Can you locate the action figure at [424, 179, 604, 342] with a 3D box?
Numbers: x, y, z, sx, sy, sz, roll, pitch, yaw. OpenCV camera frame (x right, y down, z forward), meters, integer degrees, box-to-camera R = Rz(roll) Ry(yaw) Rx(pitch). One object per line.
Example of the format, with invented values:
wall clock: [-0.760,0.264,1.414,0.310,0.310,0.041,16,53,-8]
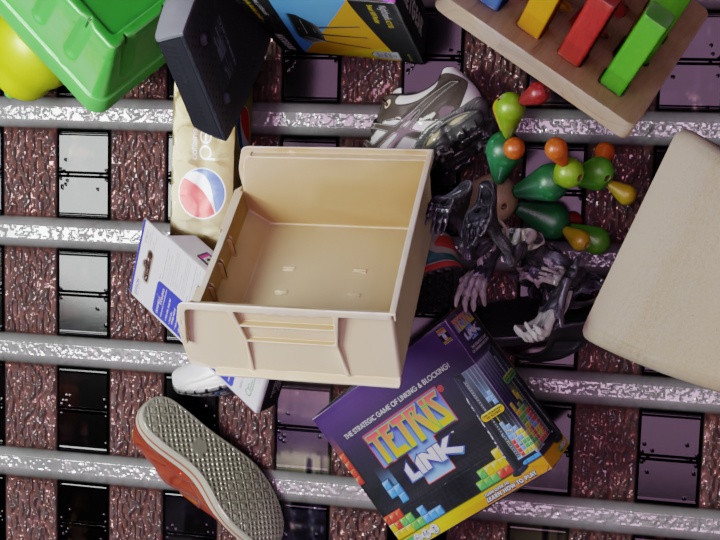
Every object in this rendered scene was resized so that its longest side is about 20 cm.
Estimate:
action figure: [0.136,0.005,1.006,0.199,0.118,0.103,38,76,-36]

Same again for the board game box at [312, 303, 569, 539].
board game box: [0.073,0.154,1.081,0.200,0.057,0.166,-40,87,34]

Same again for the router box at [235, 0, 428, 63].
router box: [-0.022,-0.240,1.020,0.147,0.200,0.052,7,88,11]

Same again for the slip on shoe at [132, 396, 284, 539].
slip on shoe: [-0.158,0.215,1.171,0.200,0.074,0.061,43,137,-1]

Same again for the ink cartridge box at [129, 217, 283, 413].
ink cartridge box: [-0.144,0.038,1.087,0.199,0.037,0.096,38,128,24]

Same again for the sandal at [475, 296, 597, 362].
sandal: [0.189,0.060,1.076,0.197,0.076,0.049,-4,113,12]

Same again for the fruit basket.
fruit basket: [-0.293,-0.254,1.124,0.215,0.216,0.156,43,62,5]

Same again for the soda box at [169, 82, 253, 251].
soda box: [-0.149,-0.113,1.130,0.067,0.064,0.204,4,96,10]

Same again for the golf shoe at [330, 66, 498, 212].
golf shoe: [0.035,-0.119,1.096,0.198,0.078,0.096,-29,66,16]

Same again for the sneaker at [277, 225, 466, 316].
sneaker: [0.000,0.000,1.094,0.196,0.094,0.071,-11,138,-1]

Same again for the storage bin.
storage bin: [-0.043,-0.009,0.991,0.195,0.202,0.095,3,136,13]

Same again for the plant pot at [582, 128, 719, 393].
plant pot: [0.342,0.026,0.943,0.198,0.177,0.202,20,101,-25]

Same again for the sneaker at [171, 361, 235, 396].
sneaker: [-0.104,0.070,1.146,0.198,0.074,0.088,-24,78,7]

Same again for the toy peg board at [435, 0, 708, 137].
toy peg board: [0.203,-0.253,0.967,0.198,0.200,0.098,36,142,6]

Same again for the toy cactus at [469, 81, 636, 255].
toy cactus: [0.153,-0.085,1.037,0.163,0.200,0.104,-15,51,32]

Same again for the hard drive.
hard drive: [-0.125,-0.232,1.023,0.042,0.136,0.202,2,51,17]
